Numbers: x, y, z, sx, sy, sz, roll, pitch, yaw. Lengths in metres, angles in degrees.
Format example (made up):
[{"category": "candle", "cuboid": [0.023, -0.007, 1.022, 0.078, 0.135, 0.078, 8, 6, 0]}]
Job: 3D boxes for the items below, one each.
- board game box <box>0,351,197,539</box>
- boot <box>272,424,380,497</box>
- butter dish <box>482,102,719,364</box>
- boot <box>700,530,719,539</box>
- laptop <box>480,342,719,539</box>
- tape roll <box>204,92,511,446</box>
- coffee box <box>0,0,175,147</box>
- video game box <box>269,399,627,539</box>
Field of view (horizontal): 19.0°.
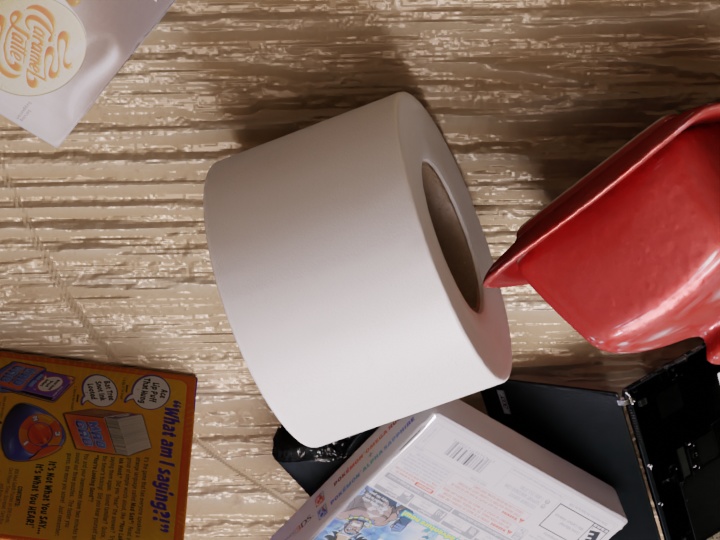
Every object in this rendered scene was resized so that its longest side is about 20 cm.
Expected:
[{"category": "board game box", "cuboid": [-0.234, 0.203, 1.581, 0.199, 0.200, 0.201, 8, 126, -6]}, {"category": "boot", "cuboid": [-0.020, 0.178, 1.642, 0.200, 0.077, 0.168, -31, 123, 16]}, {"category": "butter dish", "cuboid": [0.211, -0.006, 1.417, 0.200, 0.199, 0.148, -38, 76, 23]}, {"category": "boot", "cuboid": [0.298, 0.305, 1.692, 0.072, 0.156, 0.201, -14, 126, 10]}, {"category": "laptop", "cuboid": [0.217, 0.122, 1.646, 0.199, 0.103, 0.178, -29, 127, -11]}, {"category": "tape roll", "cuboid": [0.000, 0.000, 1.423, 0.139, 0.203, 0.203, -20, 125, 13]}, {"category": "coffee box", "cuboid": [-0.181, -0.192, 1.362, 0.114, 0.080, 0.200, 32, 121, -22]}, {"category": "video game box", "cuboid": [0.065, 0.192, 1.595, 0.200, 0.047, 0.182, 31, 112, -29]}]
